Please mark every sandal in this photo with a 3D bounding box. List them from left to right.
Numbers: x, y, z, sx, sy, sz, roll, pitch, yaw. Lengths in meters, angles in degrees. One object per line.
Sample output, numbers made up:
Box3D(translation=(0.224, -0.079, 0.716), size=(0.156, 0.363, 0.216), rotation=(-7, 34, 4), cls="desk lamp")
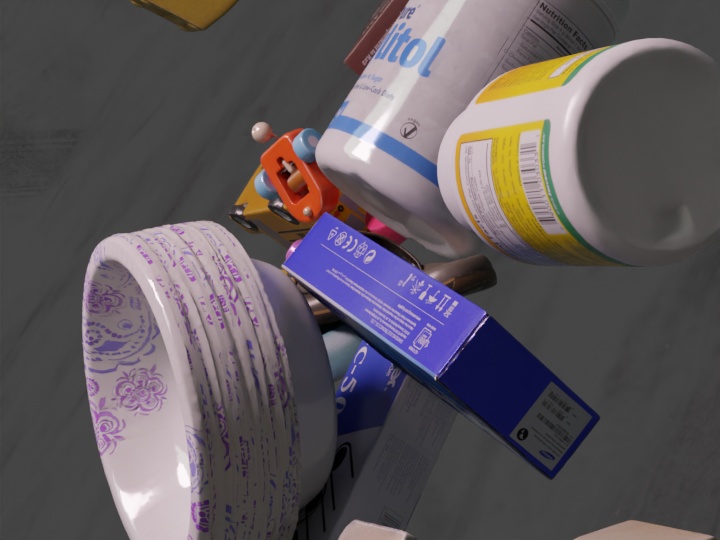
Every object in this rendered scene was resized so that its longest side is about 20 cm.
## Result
Box3D(translation=(0.000, 0.000, 1.147), size=(0.199, 0.055, 0.081), rotation=(-8, 7, 46), cls="sandal")

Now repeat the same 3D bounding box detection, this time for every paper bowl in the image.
Box3D(translation=(-0.083, 0.072, 1.019), size=(0.200, 0.103, 0.203), rotation=(170, 90, -67), cls="paper bowl")

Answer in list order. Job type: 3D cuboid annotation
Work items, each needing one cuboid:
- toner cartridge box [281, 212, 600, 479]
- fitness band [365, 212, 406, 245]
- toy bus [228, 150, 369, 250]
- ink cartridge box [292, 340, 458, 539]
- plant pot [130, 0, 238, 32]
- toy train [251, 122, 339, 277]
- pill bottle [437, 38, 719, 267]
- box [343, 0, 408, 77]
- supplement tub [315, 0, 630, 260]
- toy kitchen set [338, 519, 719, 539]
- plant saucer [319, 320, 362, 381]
Box3D(translation=(0.037, 0.036, 0.947), size=(0.043, 0.095, 0.200), rotation=(-49, 29, -4), cls="toner cartridge box")
Box3D(translation=(0.074, -0.103, 1.299), size=(0.201, 0.037, 0.144), rotation=(-55, 14, -2), cls="fitness band")
Box3D(translation=(-0.041, -0.056, 1.448), size=(0.065, 0.078, 0.200), rotation=(-60, 17, -12), cls="toy bus")
Box3D(translation=(0.002, 0.118, 1.055), size=(0.094, 0.044, 0.201), rotation=(-22, 37, 59), cls="ink cartridge box")
Box3D(translation=(-0.254, -0.473, 2.676), size=(0.202, 0.193, 0.195), rotation=(-65, 17, -1), cls="plant pot")
Box3D(translation=(-0.054, -0.018, 1.341), size=(0.055, 0.151, 0.200), rotation=(-26, -14, -44), cls="toy train")
Box3D(translation=(0.115, -0.058, 0.954), size=(0.113, 0.112, 0.200), rotation=(-58, 17, -11), cls="pill bottle")
Box3D(translation=(0.054, -0.203, 1.415), size=(0.100, 0.075, 0.200), rotation=(-49, 8, 20), cls="box")
Box3D(translation=(0.072, -0.120, 1.161), size=(0.201, 0.131, 0.132), rotation=(-58, 17, -7), cls="supplement tub")
Box3D(translation=(0.041, 0.133, 0.674), size=(0.164, 0.180, 0.200), rotation=(-58, 21, -15), cls="toy kitchen set")
Box3D(translation=(-0.069, 0.056, 1.201), size=(0.198, 0.028, 0.200), rotation=(-16, 11, 3), cls="plant saucer")
